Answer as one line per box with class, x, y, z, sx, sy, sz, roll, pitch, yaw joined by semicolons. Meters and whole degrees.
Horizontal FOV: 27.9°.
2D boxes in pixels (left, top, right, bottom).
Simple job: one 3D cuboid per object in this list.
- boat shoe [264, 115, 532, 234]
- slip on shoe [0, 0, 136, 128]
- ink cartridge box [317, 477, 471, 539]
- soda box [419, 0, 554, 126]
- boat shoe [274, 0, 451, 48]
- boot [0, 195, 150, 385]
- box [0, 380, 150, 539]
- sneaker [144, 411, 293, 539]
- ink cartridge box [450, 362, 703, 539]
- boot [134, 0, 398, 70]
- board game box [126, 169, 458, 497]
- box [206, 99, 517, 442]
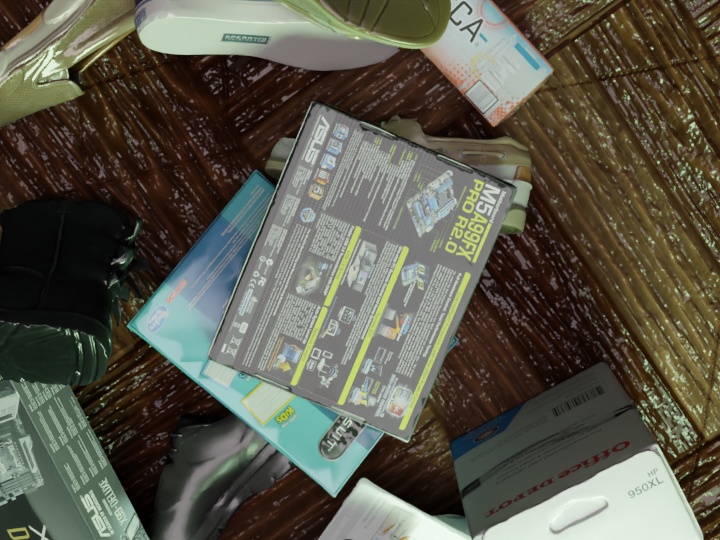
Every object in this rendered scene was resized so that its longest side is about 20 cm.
boat shoe;0.030;-0.079;1.090;0.199;0.075;0.069;11;84;-2
slip on shoe;-0.230;-0.148;1.065;0.061;0.076;0.200;45;90;-7
ink cartridge box;0.033;0.260;1.151;0.199;0.050;0.163;31;101;-19
soda box;0.052;-0.200;1.058;0.064;0.068;0.200;-42;100;10
boat shoe;-0.033;-0.208;1.001;0.200;0.063;0.074;19;86;-7
boot;-0.254;0.005;1.035;0.197;0.163;0.074;7;126;-5
box;-0.260;0.159;1.101;0.157;0.050;0.201;-13;108;37
sneaker;-0.128;0.165;1.143;0.091;0.076;0.200;44;89;-3
ink cartridge box;0.153;0.161;1.074;0.144;0.200;0.084;-29;101;6
boot;-0.067;-0.205;1.055;0.199;0.073;0.091;3;67;-24
board game box;-0.051;0.048;1.092;0.200;0.047;0.151;40;83;-2
box;0.000;0.000;1.036;0.160;0.044;0.201;22;96;-5
